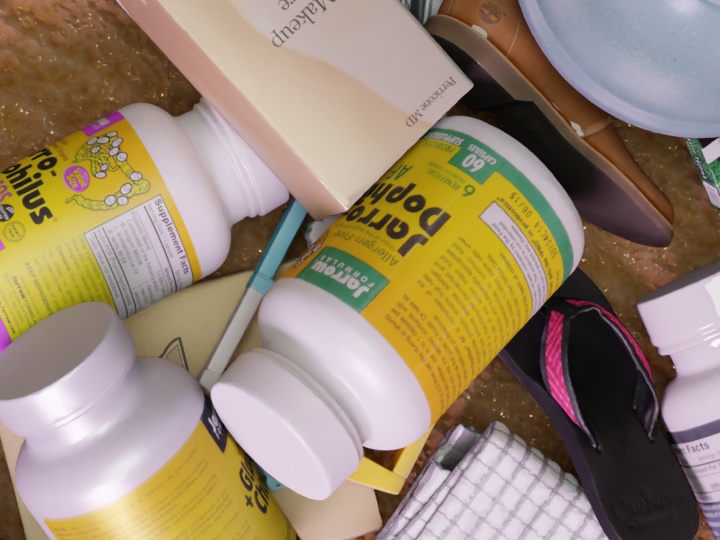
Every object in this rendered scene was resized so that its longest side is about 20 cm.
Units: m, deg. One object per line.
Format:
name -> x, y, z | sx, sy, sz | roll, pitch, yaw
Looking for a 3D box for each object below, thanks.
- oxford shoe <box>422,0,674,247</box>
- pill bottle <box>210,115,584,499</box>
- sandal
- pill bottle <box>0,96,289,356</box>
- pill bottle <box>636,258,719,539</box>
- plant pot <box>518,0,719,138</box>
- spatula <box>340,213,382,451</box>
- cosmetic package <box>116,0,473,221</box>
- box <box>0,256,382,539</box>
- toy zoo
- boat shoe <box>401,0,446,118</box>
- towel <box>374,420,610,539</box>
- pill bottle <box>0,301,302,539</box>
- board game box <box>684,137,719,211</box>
oxford shoe -> 0.117, -0.089, 1.559 | 0.200, 0.071, 0.071 | 46, 66, -27
pill bottle -> 0.017, 0.022, 1.483 | 0.113, 0.113, 0.200 | 45, 69, -2
sandal -> 0.130, 0.062, 1.539 | 0.075, 0.045, 0.201 | -17, 66, -23
pill bottle -> -0.142, -0.024, 1.540 | 0.199, 0.104, 0.105 | -28, 92, -11
pill bottle -> 0.234, 0.090, 1.558 | 0.119, 0.120, 0.201 | -24, 91, -3
plant pot -> 0.188, -0.180, 1.458 | 0.199, 0.134, 0.202 | 1, 81, -9
spatula -> 0.000, 0.000, 1.555 | 0.056, 0.021, 0.201 | -6, 90, -15
cosmetic package -> -0.047, -0.134, 1.488 | 0.200, 0.071, 0.105 | 46, 78, -8
box -> -0.100, 0.093, 1.589 | 0.199, 0.021, 0.165 | -14, 92, -4
toy zoo -> -0.004, 0.034, 1.575 | 0.131, 0.020, 0.201 | 29, 82, -10
boat shoe -> 0.028, -0.172, 1.573 | 0.056, 0.069, 0.201 | 5, 92, -2
towel -> 0.071, 0.201, 1.565 | 0.165, 0.086, 0.201 | 35, 90, -5
pill bottle -> -0.113, 0.118, 1.494 | 0.112, 0.112, 0.201 | -33, 115, -2
board game box -> 0.260, -0.127, 1.568 | 0.200, 0.023, 0.105 | -35, 123, -12
